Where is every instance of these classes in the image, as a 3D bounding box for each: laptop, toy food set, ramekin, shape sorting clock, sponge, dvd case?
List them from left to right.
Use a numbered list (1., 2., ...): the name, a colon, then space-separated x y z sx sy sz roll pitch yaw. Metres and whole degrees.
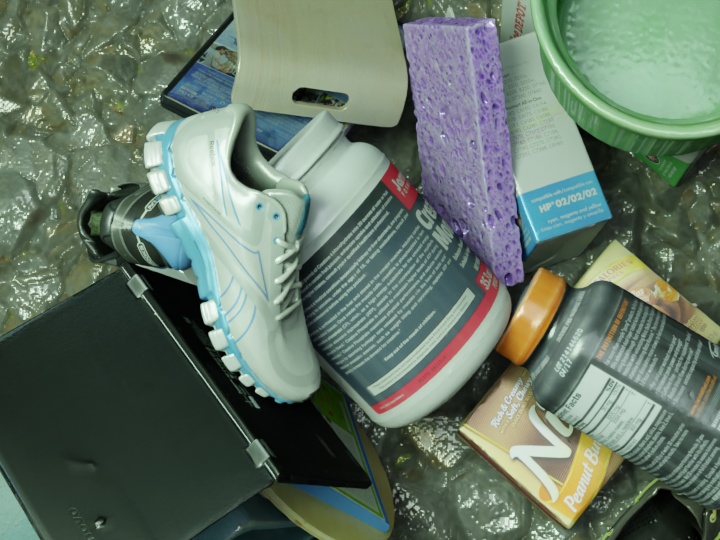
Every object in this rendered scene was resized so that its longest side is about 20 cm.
1. laptop: -0.125 0.102 0.764 0.116 0.199 0.188 -46 62 11
2. dvd case: -0.056 -0.170 0.978 0.141 0.018 0.201 26 53 8
3. shape sorting clock: -0.047 0.125 0.882 0.039 0.200 0.201 -38 78 15
4. toy food set: -0.047 -0.206 0.968 0.141 0.061 0.203 5 54 -22
5. sponge: 0.079 -0.093 0.915 0.029 0.111 0.203 -15 109 -20
6. ramekin: 0.215 -0.178 0.821 0.196 0.098 0.204 -1 81 6

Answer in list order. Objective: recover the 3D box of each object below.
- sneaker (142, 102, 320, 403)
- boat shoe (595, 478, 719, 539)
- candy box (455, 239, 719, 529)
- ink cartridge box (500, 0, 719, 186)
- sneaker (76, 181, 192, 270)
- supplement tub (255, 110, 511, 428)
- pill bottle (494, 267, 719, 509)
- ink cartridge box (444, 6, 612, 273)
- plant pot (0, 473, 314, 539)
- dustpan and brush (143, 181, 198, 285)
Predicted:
1. sneaker: -0.062 -0.011 0.747 0.086 0.075 0.202 -19 101 26
2. boat shoe: 0.250 0.191 0.912 0.201 0.061 0.072 -43 80 -5
3. candy box: 0.181 0.091 0.940 0.115 0.055 0.201 40 84 10
4. ink cartridge box: 0.210 -0.176 0.946 0.199 0.146 0.084 40 85 11
5. sneaker: -0.163 -0.038 0.853 0.081 0.199 0.072 10 91 -14
6. supplement tub: 0.000 0.000 0.853 0.140 0.140 0.200 -45 99 -5
7. pill bottle: 0.198 0.078 0.859 0.198 0.106 0.107 32 82 6
8. ink cartridge box: 0.126 -0.110 0.951 0.067 0.115 0.203 -18 78 -7
9. plant pot: -0.171 0.157 0.878 0.195 0.196 0.201 -36 71 7
10. dustpan and brush: -0.115 0.015 0.965 0.138 0.057 0.201 -23 113 36
